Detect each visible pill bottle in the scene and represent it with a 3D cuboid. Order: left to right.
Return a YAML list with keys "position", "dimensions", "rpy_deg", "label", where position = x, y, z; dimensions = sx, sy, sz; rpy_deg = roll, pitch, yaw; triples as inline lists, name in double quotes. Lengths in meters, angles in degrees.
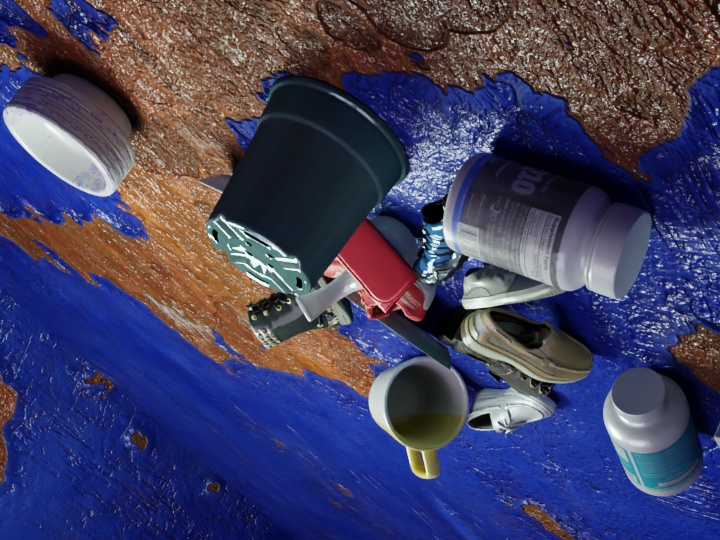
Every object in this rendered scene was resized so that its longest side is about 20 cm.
- position: [0.197, -0.046, 1.242]
  dimensions: [0.198, 0.114, 0.114]
  rpy_deg: [20, 156, 27]
  label: "pill bottle"
- position: [0.383, 0.207, 1.541]
  dimensions: [0.110, 0.111, 0.201]
  rpy_deg: [17, 154, 34]
  label: "pill bottle"

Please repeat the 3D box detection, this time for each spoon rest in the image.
- position: [0.000, 0.000, 1.601]
  dimensions: [0.199, 0.060, 0.100]
  rpy_deg: [-33, 86, 31]
  label: "spoon rest"

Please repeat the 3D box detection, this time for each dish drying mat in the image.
- position: [-0.011, -0.040, 1.551]
  dimensions: [0.200, 0.018, 0.077]
  rpy_deg: [48, 120, 11]
  label: "dish drying mat"

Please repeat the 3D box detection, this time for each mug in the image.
- position: [0.078, 0.235, 1.950]
  dimensions: [0.148, 0.189, 0.153]
  rpy_deg: [22, 171, -16]
  label: "mug"

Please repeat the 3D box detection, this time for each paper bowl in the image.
- position: [-0.424, -0.213, 1.751]
  dimensions: [0.199, 0.105, 0.201]
  rpy_deg: [28, 159, 11]
  label: "paper bowl"

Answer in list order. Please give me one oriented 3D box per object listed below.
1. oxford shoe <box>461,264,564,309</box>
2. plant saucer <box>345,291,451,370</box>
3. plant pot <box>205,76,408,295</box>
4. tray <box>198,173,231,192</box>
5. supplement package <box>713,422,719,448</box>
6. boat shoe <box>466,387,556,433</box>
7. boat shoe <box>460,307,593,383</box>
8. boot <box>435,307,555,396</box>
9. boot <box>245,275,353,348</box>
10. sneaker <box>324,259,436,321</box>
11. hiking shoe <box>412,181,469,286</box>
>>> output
- position: [0.191, 0.013, 1.457]
  dimensions: [0.074, 0.059, 0.199]
  rpy_deg: [-5, 177, -31]
  label: "oxford shoe"
- position: [0.060, 0.082, 1.760]
  dimensions: [0.199, 0.028, 0.200]
  rpy_deg: [36, 179, 1]
  label: "plant saucer"
- position: [-0.075, -0.091, 1.408]
  dimensions: [0.199, 0.197, 0.201]
  rpy_deg: [28, 159, 12]
  label: "plant pot"
- position: [-0.124, -0.095, 1.662]
  dimensions: [0.198, 0.022, 0.107]
  rpy_deg: [25, -172, 19]
  label: "tray"
- position: [0.465, 0.130, 1.133]
  dimensions: [0.151, 0.201, 0.151]
  rpy_deg: [10, 151, 42]
  label: "supplement package"
- position: [0.231, 0.224, 1.846]
  dimensions: [0.072, 0.069, 0.199]
  rpy_deg: [41, 157, -23]
  label: "boat shoe"
- position: [0.231, 0.095, 1.525]
  dimensions: [0.198, 0.072, 0.076]
  rpy_deg: [15, 148, -24]
  label: "boat shoe"
- position: [0.208, 0.119, 1.664]
  dimensions: [0.173, 0.070, 0.200]
  rpy_deg: [36, 169, -10]
  label: "boot"
- position: [-0.111, 0.035, 1.783]
  dimensions: [0.152, 0.074, 0.204]
  rpy_deg: [-21, 135, 10]
  label: "boot"
- position: [0.016, 0.024, 1.659]
  dimensions: [0.198, 0.086, 0.077]
  rpy_deg: [15, 178, 39]
  label: "sneaker"
- position: [0.107, -0.049, 1.438]
  dimensions: [0.087, 0.075, 0.200]
  rpy_deg: [41, 148, -4]
  label: "hiking shoe"
